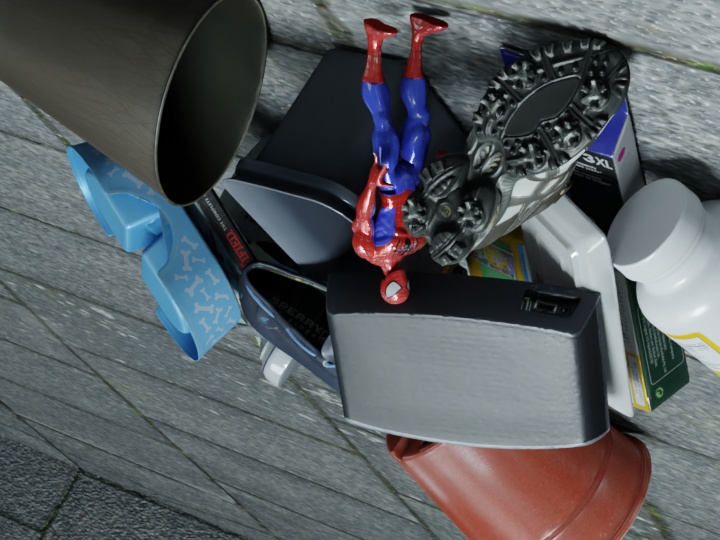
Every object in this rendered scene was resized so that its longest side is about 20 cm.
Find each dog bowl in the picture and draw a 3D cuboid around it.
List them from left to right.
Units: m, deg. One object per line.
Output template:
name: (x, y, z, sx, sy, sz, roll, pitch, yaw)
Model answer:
dog bowl: (-0.161, -0.024, 1.759, 0.200, 0.050, 0.111, 57, 166, 11)

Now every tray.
tray: (0.149, 0.017, 1.591, 0.107, 0.022, 0.200, 50, 163, 41)

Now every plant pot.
plant pot: (0.142, 0.179, 2.136, 0.195, 0.201, 0.201, 43, 159, -22)

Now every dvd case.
dvd case: (-0.129, -0.032, 1.805, 0.200, 0.022, 0.146, 58, 164, -16)

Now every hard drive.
hard drive: (0.074, 0.067, 1.581, 0.200, 0.042, 0.135, 5, 126, 18)

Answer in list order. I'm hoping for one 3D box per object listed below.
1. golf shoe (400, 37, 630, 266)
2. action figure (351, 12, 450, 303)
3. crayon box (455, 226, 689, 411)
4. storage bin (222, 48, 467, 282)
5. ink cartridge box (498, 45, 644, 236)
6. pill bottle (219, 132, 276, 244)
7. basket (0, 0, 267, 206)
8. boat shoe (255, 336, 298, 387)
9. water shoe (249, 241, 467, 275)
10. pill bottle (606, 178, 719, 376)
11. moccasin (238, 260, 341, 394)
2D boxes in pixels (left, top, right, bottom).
golf shoe: (0.113, -0.086, 1.470, 0.094, 0.200, 0.078, -14, -113, -53)
action figure: (0.027, -0.071, 1.513, 0.065, 0.200, 0.052, -13, -152, -34)
crayon box: (0.156, 0.019, 1.710, 0.200, 0.052, 0.126, 20, 134, 45)
storage bin: (0.018, -0.064, 1.642, 0.145, 0.134, 0.200, 16, 161, 36)
ink cartridge box: (0.147, -0.084, 1.555, 0.095, 0.037, 0.200, 22, 161, 21)
pill bottle: (-0.019, -0.023, 1.882, 0.200, 0.106, 0.106, 32, 164, -15)
basket: (-0.190, -0.168, 1.661, 0.200, 0.136, 0.181, 28, 132, 21)
boat shoe: (-0.070, 0.042, 1.919, 0.065, 0.074, 0.200, 31, -167, -2)
water shoe: (0.000, 0.000, 1.779, 0.200, 0.079, 0.071, 21, 175, 29)
pill bottle: (0.265, 0.019, 1.555, 0.200, 0.104, 0.104, 36, 162, -27)
moccasin: (-0.013, 0.055, 1.680, 0.200, 0.081, 0.068, 22, 159, 17)
